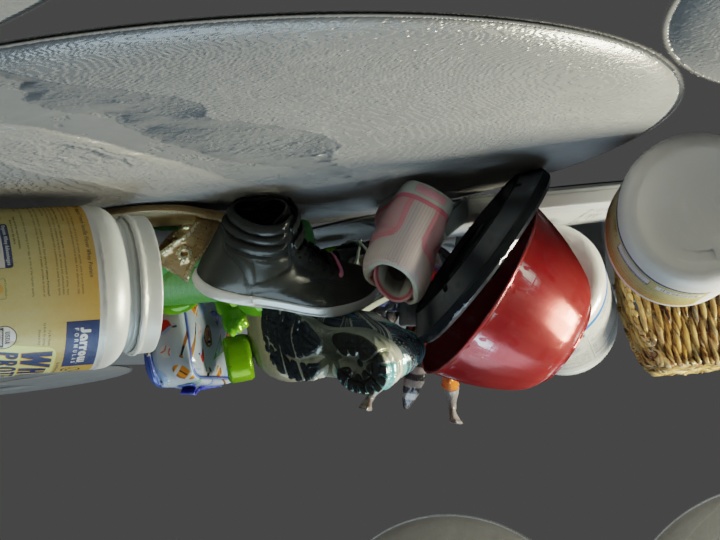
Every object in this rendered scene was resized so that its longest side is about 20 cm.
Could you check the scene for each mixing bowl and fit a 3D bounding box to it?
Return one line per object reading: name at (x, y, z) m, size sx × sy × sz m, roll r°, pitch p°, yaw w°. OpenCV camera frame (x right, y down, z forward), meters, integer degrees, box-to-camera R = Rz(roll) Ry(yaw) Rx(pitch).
mixing bowl at (0.158, 0.043, 1.512) m, size 0.108 × 0.201 × 0.200 m, roll 32°, pitch 164°, yaw -9°

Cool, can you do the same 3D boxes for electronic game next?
electronic game at (0.116, -0.014, 1.452) m, size 0.041 × 0.201 × 0.200 m, roll 36°, pitch 168°, yaw -3°

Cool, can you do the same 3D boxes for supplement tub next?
supplement tub at (-0.283, 0.018, 1.334) m, size 0.198 × 0.146 × 0.144 m, roll -3°, pitch 172°, yaw -22°
supplement tub at (0.306, -0.042, 1.438) m, size 0.143 × 0.146 × 0.200 m, roll -7°, pitch 173°, yaw 3°
supplement tub at (0.218, 0.035, 1.707) m, size 0.130 × 0.134 × 0.200 m, roll -8°, pitch 163°, yaw 11°

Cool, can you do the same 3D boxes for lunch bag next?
lunch bag at (-0.205, 0.069, 1.810) m, size 0.075 × 0.162 × 0.200 m, roll -8°, pitch 174°, yaw 14°

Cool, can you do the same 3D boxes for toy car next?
toy car at (-0.092, 0.045, 1.839) m, size 0.162 × 0.160 × 0.200 m, roll -10°, pitch -175°, yaw -6°

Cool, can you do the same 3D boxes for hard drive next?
hard drive at (0.198, -0.066, 1.636) m, size 0.197 × 0.027 × 0.132 m, roll -5°, pitch 173°, yaw -8°

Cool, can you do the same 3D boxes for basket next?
basket at (0.357, 0.018, 1.731) m, size 0.141 × 0.203 × 0.149 m, roll -7°, pitch 173°, yaw 2°

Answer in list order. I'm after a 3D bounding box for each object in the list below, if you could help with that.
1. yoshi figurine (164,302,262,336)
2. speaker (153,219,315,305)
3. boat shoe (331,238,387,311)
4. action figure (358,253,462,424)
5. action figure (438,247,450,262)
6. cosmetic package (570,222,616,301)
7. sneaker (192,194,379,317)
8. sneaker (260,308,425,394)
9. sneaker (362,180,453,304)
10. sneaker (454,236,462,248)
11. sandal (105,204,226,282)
yoshi figurine at (-0.160, 0.015, 1.654) m, size 0.198 × 0.113 × 0.112 m, roll -10°, pitch 166°, yaw 9°
speaker at (-0.148, -0.008, 1.554) m, size 0.198 × 0.090 × 0.088 m, roll -5°, pitch 173°, yaw -15°
boat shoe at (0.000, 0.000, 1.634) m, size 0.199 × 0.068 × 0.072 m, roll -35°, pitch -141°, yaw -10°
action figure at (0.044, 0.062, 1.711) m, size 0.198 × 0.196 × 0.105 m, roll 9°, pitch -178°, yaw 6°
action figure at (0.052, 0.013, 1.820) m, size 0.130 × 0.070 × 0.200 m, roll -43°, pitch 172°, yaw 19°
cosmetic package at (0.232, 0.000, 1.889) m, size 0.198 × 0.103 × 0.071 m, roll -11°, pitch 172°, yaw 37°
sneaker at (-0.056, -0.017, 1.459) m, size 0.198 × 0.100 × 0.071 m, roll 5°, pitch -147°, yaw -29°
sneaker at (-0.019, 0.072, 1.521) m, size 0.086 × 0.079 × 0.199 m, roll -18°, pitch -153°, yaw -42°
sneaker at (0.038, -0.015, 1.514) m, size 0.075 × 0.106 × 0.200 m, roll 23°, pitch 168°, yaw 0°
sneaker at (0.140, 0.031, 1.807) m, size 0.081 × 0.089 × 0.201 m, roll 9°, pitch 151°, yaw 25°
sandal at (-0.159, -0.024, 1.471) m, size 0.209 × 0.071 × 0.078 m, roll -3°, pitch 172°, yaw -23°
